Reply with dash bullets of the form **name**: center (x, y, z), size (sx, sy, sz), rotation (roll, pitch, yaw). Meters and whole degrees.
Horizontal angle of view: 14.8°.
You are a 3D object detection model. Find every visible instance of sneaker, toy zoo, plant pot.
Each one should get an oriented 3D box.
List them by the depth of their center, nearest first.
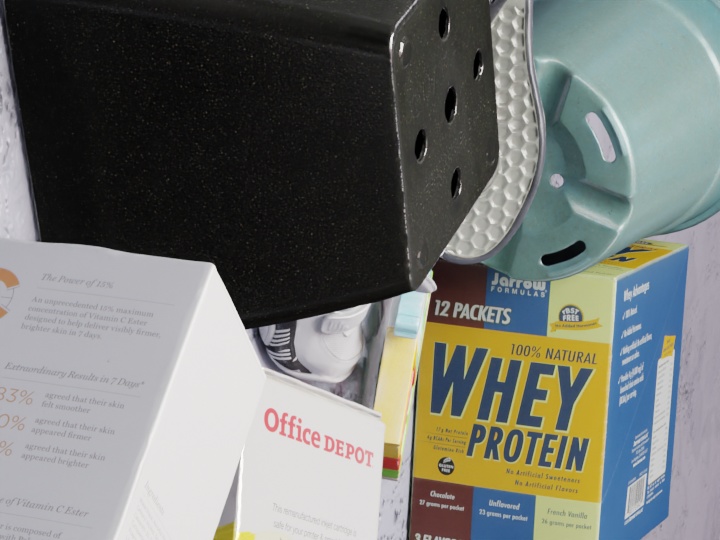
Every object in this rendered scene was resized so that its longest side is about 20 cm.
- **plant pot**: center (-0.039, -0.086, 1.320), size (0.200, 0.177, 0.200), rotation (-53, 143, -53)
- **sneaker**: center (0.000, 0.000, 1.540), size (0.200, 0.114, 0.075), rotation (72, 31, -49)
- **sneaker**: center (0.060, -0.108, 1.652), size (0.146, 0.076, 0.204), rotation (-162, -104, -79)
- **toy zoo**: center (0.025, 0.051, 1.678), size (0.200, 0.020, 0.132), rotation (86, 14, -79)
- **plant pot**: center (0.141, -0.092, 1.801), size (0.196, 0.199, 0.201), rotation (-34, 127, -59)

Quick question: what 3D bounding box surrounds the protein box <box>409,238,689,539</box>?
- **protein box**: center (0.132, 0.083, 1.900), size (0.198, 0.134, 0.201), rotation (-20, 114, -68)

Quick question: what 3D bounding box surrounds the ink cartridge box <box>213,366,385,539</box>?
- **ink cartridge box**: center (-0.060, 0.161, 1.411), size (0.145, 0.083, 0.201), rotation (26, 65, -57)

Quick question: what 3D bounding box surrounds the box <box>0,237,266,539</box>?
- **box**: center (-0.135, 0.097, 1.185), size (0.098, 0.124, 0.201), rotation (68, 35, -53)
